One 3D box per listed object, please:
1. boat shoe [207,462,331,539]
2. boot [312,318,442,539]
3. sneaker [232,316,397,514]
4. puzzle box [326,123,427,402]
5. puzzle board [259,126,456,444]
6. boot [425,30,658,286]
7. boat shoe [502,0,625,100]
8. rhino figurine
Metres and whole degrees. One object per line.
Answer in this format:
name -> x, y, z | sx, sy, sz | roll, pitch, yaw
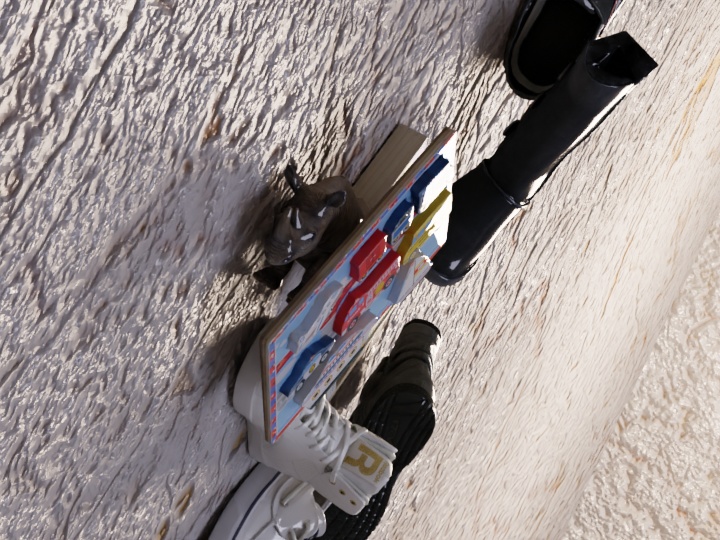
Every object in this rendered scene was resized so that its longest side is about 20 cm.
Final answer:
boat shoe -> -0.058, 0.187, 1.913 | 0.200, 0.065, 0.072 | -48, 160, -47
boot -> 0.006, 0.141, 2.057 | 0.200, 0.068, 0.131 | -52, -168, 24
sneaker -> -0.025, 0.108, 1.790 | 0.074, 0.115, 0.200 | -56, 163, -18
puzzle box -> 0.000, 0.000, 1.865 | 0.133, 0.025, 0.201 | -55, 164, -32
puzzle board -> 0.002, 0.014, 1.670 | 0.200, 0.017, 0.151 | -48, 161, -23
boot -> 0.132, -0.088, 1.944 | 0.200, 0.066, 0.165 | -42, -174, 37
boat shoe -> 0.176, -0.225, 1.990 | 0.202, 0.073, 0.063 | -63, 175, 18
rhino figurine -> -0.029, -0.020, 1.653 | 0.088, 0.060, 0.200 | -58, 165, -4
